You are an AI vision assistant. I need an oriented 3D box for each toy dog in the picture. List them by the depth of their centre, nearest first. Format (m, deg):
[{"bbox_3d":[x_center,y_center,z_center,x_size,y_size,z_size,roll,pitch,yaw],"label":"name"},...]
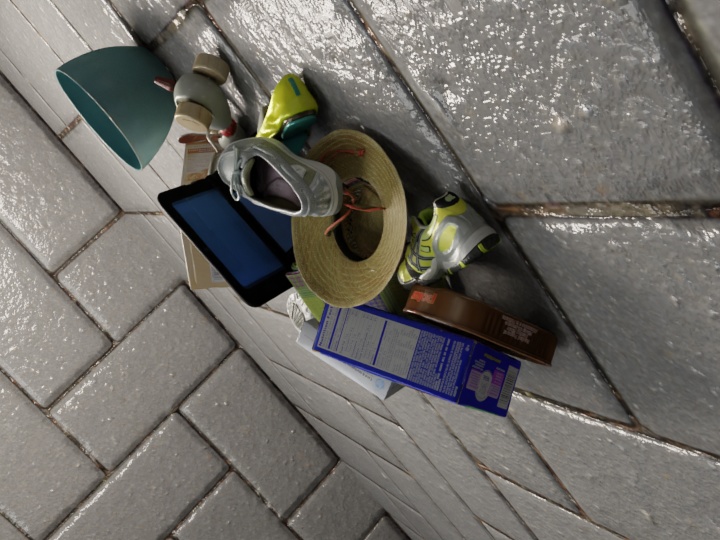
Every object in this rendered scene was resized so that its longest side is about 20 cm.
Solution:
[{"bbox_3d":[-0.228,-0.224,1.147,0.095,0.133,0.201,18,148,10],"label":"toy dog"}]

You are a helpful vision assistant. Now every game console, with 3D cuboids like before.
[{"bbox_3d":[-0.134,-0.077,1.085,0.200,0.176,0.116,47,-179,7],"label":"game console"}]

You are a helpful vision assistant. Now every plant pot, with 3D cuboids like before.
[{"bbox_3d":[-0.375,-0.284,1.320,0.200,0.135,0.201,41,164,15],"label":"plant pot"}]

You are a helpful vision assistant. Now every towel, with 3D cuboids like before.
[{"bbox_3d":[0.018,0.021,1.058,0.197,0.023,0.144,-12,138,19],"label":"towel"}]

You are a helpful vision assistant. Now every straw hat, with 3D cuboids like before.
[{"bbox_3d":[0.009,-0.059,0.949,0.084,0.204,0.200,1,-156,-47],"label":"straw hat"}]

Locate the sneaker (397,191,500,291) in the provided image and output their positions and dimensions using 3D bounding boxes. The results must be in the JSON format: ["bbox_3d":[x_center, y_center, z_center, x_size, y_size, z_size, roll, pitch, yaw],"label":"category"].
[{"bbox_3d":[0.087,-0.032,0.905,0.077,0.075,0.200,57,156,2],"label":"sneaker"}]

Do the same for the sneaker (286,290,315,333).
[{"bbox_3d":[-0.047,0.019,1.220,0.078,0.099,0.200,55,149,12],"label":"sneaker"}]

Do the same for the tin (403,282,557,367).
[{"bbox_3d":[0.135,0.061,0.901,0.198,0.043,0.111,23,170,-35],"label":"tin"}]

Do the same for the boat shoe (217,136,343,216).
[{"bbox_3d":[-0.107,-0.107,0.950,0.200,0.064,0.076,27,121,38],"label":"boat shoe"}]

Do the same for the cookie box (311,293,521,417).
[{"bbox_3d":[0.069,0.103,0.970,0.198,0.076,0.171,16,174,31],"label":"cookie box"}]

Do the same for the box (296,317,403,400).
[{"bbox_3d":[0.021,0.109,1.197,0.155,0.042,0.199,31,-161,19],"label":"box"}]

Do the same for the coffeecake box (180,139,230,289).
[{"bbox_3d":[-0.237,-0.096,1.279,0.202,0.072,0.155,-99,7,-50],"label":"coffeecake box"}]

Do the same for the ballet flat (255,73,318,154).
[{"bbox_3d":[-0.097,-0.186,1.012,0.068,0.066,0.200,66,161,4],"label":"ballet flat"}]
